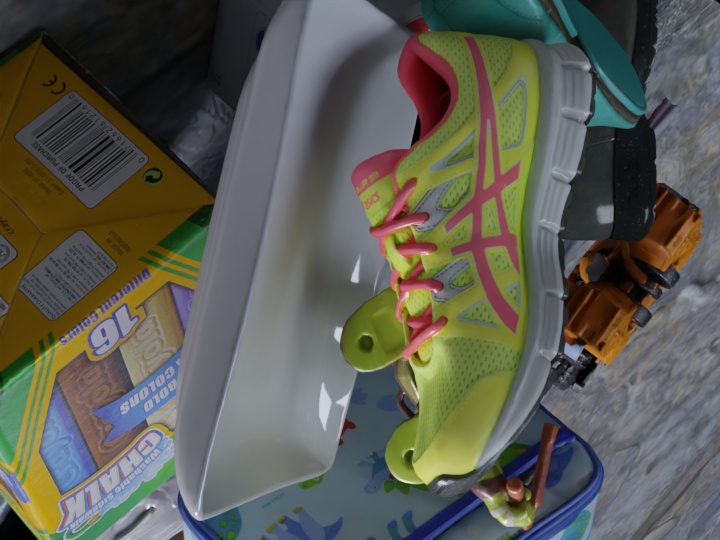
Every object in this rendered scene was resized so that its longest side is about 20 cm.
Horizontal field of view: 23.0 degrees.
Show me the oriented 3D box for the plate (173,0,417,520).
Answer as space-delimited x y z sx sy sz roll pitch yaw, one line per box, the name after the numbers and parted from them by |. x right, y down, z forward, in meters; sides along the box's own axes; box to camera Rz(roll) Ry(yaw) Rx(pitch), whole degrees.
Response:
-0.025 -0.010 0.716 0.199 0.032 0.202 3 101 -76 | plate

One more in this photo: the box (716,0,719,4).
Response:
0.264 -0.266 0.955 0.200 0.124 0.197 -40 153 -16 | box

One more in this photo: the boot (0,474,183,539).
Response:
-0.121 0.108 0.933 0.200 0.074 0.096 -46 162 -1 | boot

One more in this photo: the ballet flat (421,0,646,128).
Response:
0.077 -0.103 0.829 0.070 0.068 0.200 -28 158 15 | ballet flat

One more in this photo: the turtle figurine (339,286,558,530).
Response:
0.038 0.033 0.821 0.161 0.064 0.203 -14 97 -71 | turtle figurine

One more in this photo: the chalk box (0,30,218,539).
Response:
-0.127 0.027 0.752 0.123 0.124 0.201 -39 152 -19 | chalk box

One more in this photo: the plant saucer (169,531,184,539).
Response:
-0.162 0.231 1.094 0.200 0.034 0.201 -38 153 -23 | plant saucer

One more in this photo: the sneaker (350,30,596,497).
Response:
0.034 -0.009 0.712 0.078 0.089 0.202 135 -32 -60 | sneaker

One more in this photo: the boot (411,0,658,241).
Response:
0.089 -0.109 0.941 0.068 0.129 0.203 170 -81 -86 | boot

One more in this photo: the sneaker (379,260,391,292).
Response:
0.000 0.000 0.974 0.080 0.071 0.201 -35 154 -16 | sneaker

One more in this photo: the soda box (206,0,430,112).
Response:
0.023 -0.128 0.841 0.199 0.064 0.069 -28 149 -35 | soda box

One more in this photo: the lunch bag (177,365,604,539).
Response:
0.019 0.128 0.920 0.199 0.161 0.083 -30 143 -27 | lunch bag

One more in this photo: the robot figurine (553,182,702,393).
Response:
0.158 0.005 1.084 0.146 0.058 0.200 -53 173 -2 | robot figurine

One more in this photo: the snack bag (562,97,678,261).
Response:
0.123 -0.004 1.140 0.200 0.021 0.189 -49 174 -20 | snack bag
